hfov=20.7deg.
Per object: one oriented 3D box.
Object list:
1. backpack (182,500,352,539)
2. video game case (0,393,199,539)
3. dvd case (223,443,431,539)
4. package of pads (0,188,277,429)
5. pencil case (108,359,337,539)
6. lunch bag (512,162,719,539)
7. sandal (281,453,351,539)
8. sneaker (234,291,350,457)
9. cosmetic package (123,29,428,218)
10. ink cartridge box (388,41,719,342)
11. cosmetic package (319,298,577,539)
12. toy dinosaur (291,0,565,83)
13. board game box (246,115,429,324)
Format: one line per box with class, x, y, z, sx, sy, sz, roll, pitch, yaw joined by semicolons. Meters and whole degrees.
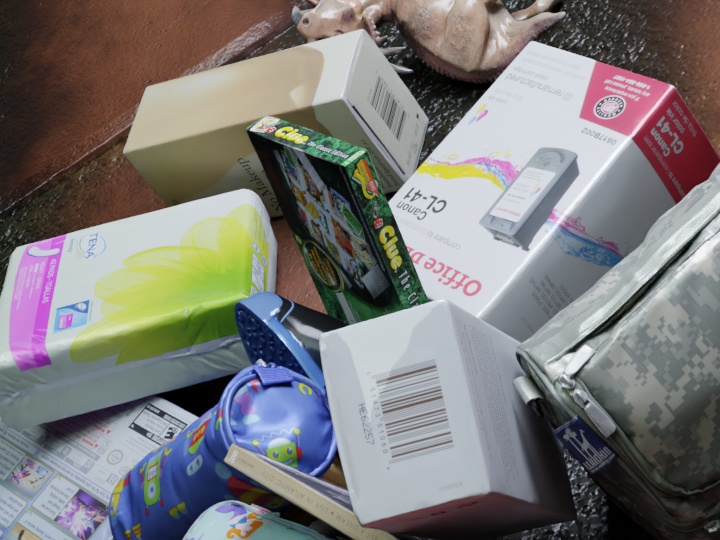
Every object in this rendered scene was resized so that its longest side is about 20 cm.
backpack;-0.034;0.228;1.073;0.199;0.151;0.178;14;61;41
video game case;-0.206;0.156;1.358;0.182;0.046;0.199;-50;39;-16
dvd case;0.038;0.154;1.053;0.199;0.148;0.016;25;86;38
package of pads;-0.157;0.024;1.384;0.199;0.069;0.155;-14;32;8
pencil case;-0.085;0.122;1.198;0.200;0.078;0.087;-42;48;52
lunch bag;0.188;0.041;1.050;0.200;0.168;0.139;-43;38;-4
sandal;-0.023;0.129;1.226;0.199;0.054;0.080;25;71;45
sneaker;0.009;0.071;1.194;0.078;0.070;0.200;-33;58;-27
cosmetic package;-0.063;-0.098;1.447;0.199;0.105;0.071;-12;45;33
ink cartridge box;0.109;-0.037;1.260;0.200;0.086;0.147;-48;39;-13
cosmetic package;0.050;0.084;1.026;0.074;0.200;0.102;-15;74;14
toy dinosaur;0.063;-0.176;1.445;0.199;0.086;0.136;26;80;32
board game box;0.000;0.000;1.220;0.023;0.201;0.105;-40;36;-24
